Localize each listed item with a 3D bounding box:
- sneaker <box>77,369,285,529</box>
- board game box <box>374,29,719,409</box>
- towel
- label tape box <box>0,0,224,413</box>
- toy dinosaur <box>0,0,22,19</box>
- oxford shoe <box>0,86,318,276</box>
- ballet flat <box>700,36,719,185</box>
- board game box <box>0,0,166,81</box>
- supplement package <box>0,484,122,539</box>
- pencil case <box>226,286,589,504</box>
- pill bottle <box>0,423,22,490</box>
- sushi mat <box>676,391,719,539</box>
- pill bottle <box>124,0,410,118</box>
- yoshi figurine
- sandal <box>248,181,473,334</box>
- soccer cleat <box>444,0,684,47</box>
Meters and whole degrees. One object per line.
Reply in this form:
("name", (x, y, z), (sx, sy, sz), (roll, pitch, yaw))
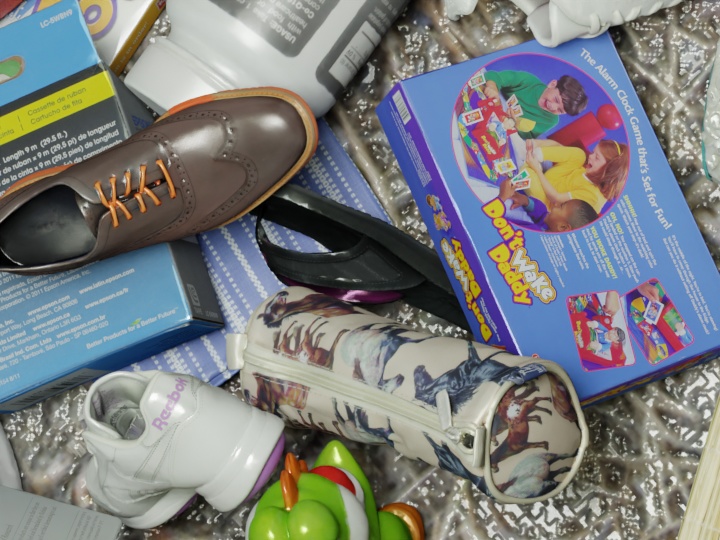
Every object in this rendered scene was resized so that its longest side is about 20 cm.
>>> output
("sneaker", (-0.115, 0.087, 1.638), (0.100, 0.200, 0.075), (33, 67, -17))
("board game box", (0.111, -0.027, 1.650), (0.134, 0.045, 0.200), (-19, 79, -23))
("towel", (-0.088, -0.011, 1.741), (0.200, 0.024, 0.145), (-35, 77, 5))
("label tape box", (-0.179, -0.036, 1.714), (0.144, 0.063, 0.200), (-22, 80, 15))
("toy dinosaur", (-0.122, -0.202, 1.685), (0.181, 0.105, 0.200), (31, 125, 36))
("oxford shoe", (-0.116, -0.040, 1.614), (0.200, 0.073, 0.071), (-24, 99, 18))
("ballet flat", (0.233, -0.131, 1.628), (0.072, 0.072, 0.200), (12, 104, 13))
("board game box", (-0.177, -0.151, 1.770), (0.096, 0.030, 0.200), (34, 90, 13))
("supplement package", (-0.244, 0.175, 1.607), (0.200, 0.117, 0.117), (16, 105, -1))
("pencil case", (0.022, 0.065, 1.595), (0.200, 0.089, 0.078), (16, 91, 41))
("pill bottle", (-0.305, 0.137, 1.721), (0.200, 0.116, 0.116), (-22, 80, 9))
("sushi mat", (0.224, 0.150, 1.657), (0.096, 0.012, 0.200), (16, 89, 12))
("pill bottle", (-0.037, -0.158, 1.687), (0.113, 0.113, 0.200), (36, 87, 13))
("yoshi figurine", (-0.019, 0.167, 1.613), (0.112, 0.200, 0.112), (44, 94, 12))
("sandal", (0.001, 0.000, 1.666), (0.200, 0.075, 0.048), (27, 76, -3))
("soccer cleat", (0.137, -0.160, 1.656), (0.200, 0.070, 0.086), (6, 79, -12))
